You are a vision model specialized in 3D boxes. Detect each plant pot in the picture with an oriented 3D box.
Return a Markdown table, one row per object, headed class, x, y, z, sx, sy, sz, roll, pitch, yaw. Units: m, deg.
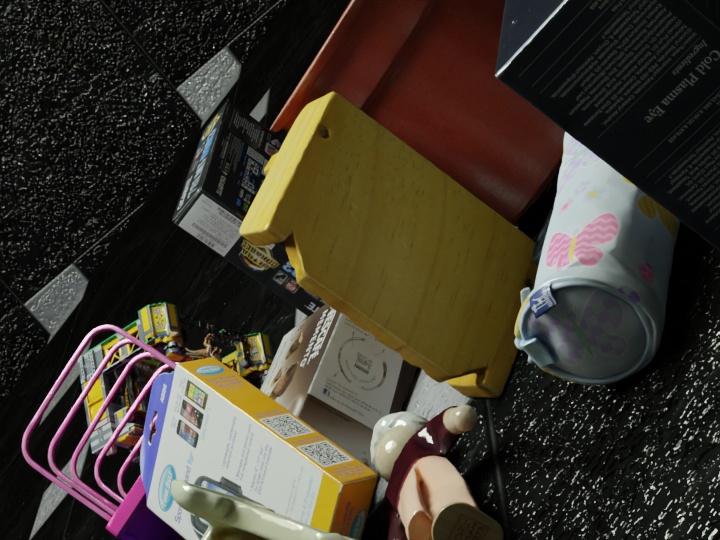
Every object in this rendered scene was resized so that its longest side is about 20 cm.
| class | x | y | z | sx | sy | sz | roll | pitch | yaw |
| --- | --- | --- | --- | --- | --- | --- | --- | --- | --- |
| plant pot | 0.065 | -0.139 | 1.296 | 0.201 | 0.195 | 0.201 | -57 | 5 | 8 |

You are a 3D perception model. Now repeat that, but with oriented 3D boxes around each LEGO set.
| class | x | y | z | sx | sy | sz | roll | pitch | yaw |
| --- | --- | --- | --- | --- | --- | --- | --- | --- | --- |
| LEGO set | -0.164 | 0.122 | 1.577 | 0.153 | 0.200 | 0.117 | -26 | 61 | 22 |

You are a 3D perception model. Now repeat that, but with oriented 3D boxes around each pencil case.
| class | x | y | z | sx | sy | sz | roll | pitch | yaw |
| --- | --- | --- | --- | --- | --- | --- | --- | --- | --- |
| pencil case | 0.151 | -0.023 | 1.030 | 0.091 | 0.083 | 0.201 | -40 | 20 | 42 |

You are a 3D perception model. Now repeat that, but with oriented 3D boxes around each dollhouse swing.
| class | x | y | z | sx | sy | sz | roll | pitch | yaw |
| --- | --- | --- | --- | --- | --- | --- | --- | --- | --- |
| dollhouse swing | 0.000 | 0.000 | 1.221 | 0.176 | 0.199 | 0.182 | -34 | 25 | 51 |

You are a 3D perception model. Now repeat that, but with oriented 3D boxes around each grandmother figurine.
| class | x | y | z | sx | sy | sz | roll | pitch | yaw |
| --- | --- | --- | --- | --- | --- | --- | --- | --- | --- |
| grandmother figurine | 0.041 | 0.138 | 1.071 | 0.122 | 0.060 | 0.200 | -58 | 15 | 6 |

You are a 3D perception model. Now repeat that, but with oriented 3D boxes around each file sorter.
| class | x | y | z | sx | sy | sz | roll | pitch | yaw |
| --- | --- | --- | --- | --- | --- | --- | --- | --- | --- |
| file sorter | -0.168 | 0.143 | 1.403 | 0.139 | 0.125 | 0.200 | -56 | -22 | -5 |

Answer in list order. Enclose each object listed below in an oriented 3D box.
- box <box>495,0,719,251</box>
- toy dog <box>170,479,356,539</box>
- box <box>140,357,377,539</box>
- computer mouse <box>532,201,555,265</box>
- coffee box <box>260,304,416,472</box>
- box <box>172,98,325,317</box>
| class | x | y | z | sx | sy | sz | roll | pitch | yaw |
| --- | --- | --- | --- | --- | --- | --- | --- | --- | --- |
| box | 0.183 | -0.137 | 0.983 | 0.104 | 0.182 | 0.201 | -46 | 16 | 31 |
| toy dog | -0.064 | 0.243 | 0.992 | 0.201 | 0.139 | 0.194 | -70 | -23 | -9 |
| box | -0.079 | 0.147 | 1.171 | 0.200 | 0.041 | 0.120 | 33 | 117 | 39 |
| computer mouse | 0.160 | -0.060 | 1.199 | 0.059 | 0.034 | 0.200 | -62 | 2 | 40 |
| coffee box | -0.034 | 0.124 | 1.295 | 0.113 | 0.080 | 0.201 | -38 | 23 | 49 |
| box | -0.066 | -0.046 | 1.538 | 0.050 | 0.198 | 0.200 | -46 | 17 | 23 |
